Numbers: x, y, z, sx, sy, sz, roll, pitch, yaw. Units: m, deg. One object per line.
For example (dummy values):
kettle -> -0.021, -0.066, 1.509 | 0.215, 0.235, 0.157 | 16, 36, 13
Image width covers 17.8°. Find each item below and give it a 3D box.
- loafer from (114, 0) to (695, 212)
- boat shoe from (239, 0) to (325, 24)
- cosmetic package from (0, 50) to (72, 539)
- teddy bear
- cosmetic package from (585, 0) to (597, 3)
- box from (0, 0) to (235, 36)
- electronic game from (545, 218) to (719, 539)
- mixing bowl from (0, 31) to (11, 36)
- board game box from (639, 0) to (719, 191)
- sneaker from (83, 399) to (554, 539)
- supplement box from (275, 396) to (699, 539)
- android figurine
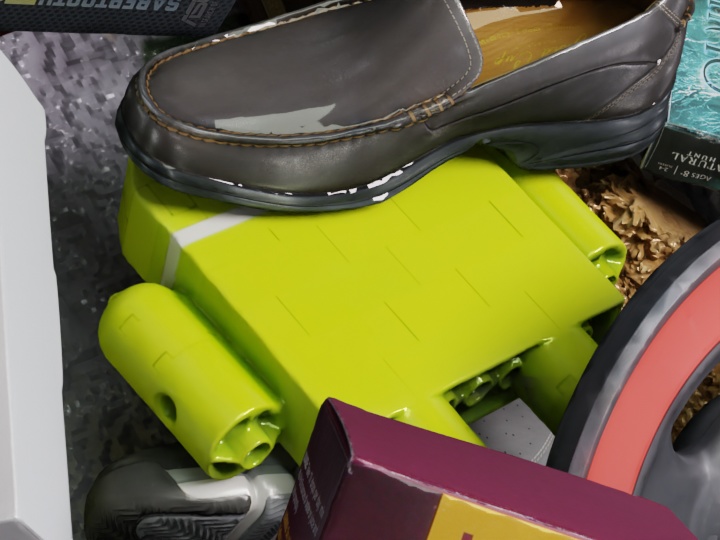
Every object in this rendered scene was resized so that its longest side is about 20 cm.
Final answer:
loafer -> 0.017, -0.071, 0.748 | 0.199, 0.073, 0.073 | -12, 55, -25
boat shoe -> -0.016, -0.134, 0.901 | 0.076, 0.071, 0.202 | -5, 73, -42
cosmetic package -> -0.185, 0.030, 0.659 | 0.198, 0.052, 0.152 | -14, 64, 9
teddy bear -> 0.102, 0.003, 0.864 | 0.200, 0.067, 0.145 | 41, 25, -2
cosmetic package -> 0.035, -0.173, 0.867 | 0.108, 0.084, 0.201 | 47, 31, -36
box -> -0.127, -0.173, 0.738 | 0.156, 0.051, 0.201 | 0, 63, -26
electronic game -> 0.126, 0.075, 0.734 | 0.199, 0.041, 0.202 | -15, 113, -38
mixing bowl -> -0.158, -0.152, 0.809 | 0.199, 0.108, 0.202 | 12, 56, -19
board game box -> 0.180, -0.101, 0.876 | 0.134, 0.028, 0.201 | 15, 50, -3
sneaker -> -0.011, 0.052, 0.790 | 0.199, 0.075, 0.116 | 7, 53, -32
supplement box -> 0.011, 0.150, 0.625 | 0.109, 0.086, 0.202 | 19, 95, -7
android figurine -> 0.000, 0.000, 0.755 | 0.181, 0.041, 0.200 | -26, 58, -34
